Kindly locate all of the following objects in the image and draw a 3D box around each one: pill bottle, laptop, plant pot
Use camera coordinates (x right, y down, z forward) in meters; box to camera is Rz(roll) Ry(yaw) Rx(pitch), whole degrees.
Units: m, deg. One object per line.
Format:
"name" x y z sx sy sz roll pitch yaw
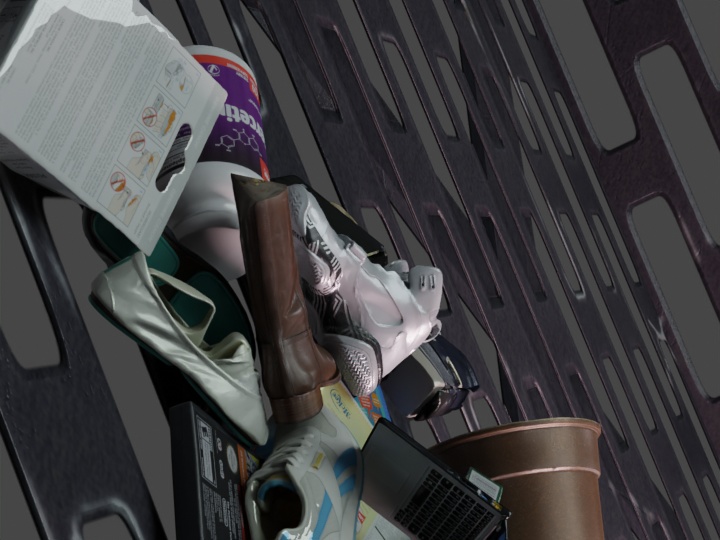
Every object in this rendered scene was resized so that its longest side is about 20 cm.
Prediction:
"pill bottle" -0.136 -0.091 1.630 0.112 0.112 0.202 44 28 -47
"laptop" -0.044 0.016 1.775 0.177 0.102 0.203 -20 110 -71
"plant pot" 0.169 0.274 1.924 0.200 0.198 0.200 26 50 -62
"laptop" 0.049 0.246 1.517 0.199 0.116 0.188 37 -24 6

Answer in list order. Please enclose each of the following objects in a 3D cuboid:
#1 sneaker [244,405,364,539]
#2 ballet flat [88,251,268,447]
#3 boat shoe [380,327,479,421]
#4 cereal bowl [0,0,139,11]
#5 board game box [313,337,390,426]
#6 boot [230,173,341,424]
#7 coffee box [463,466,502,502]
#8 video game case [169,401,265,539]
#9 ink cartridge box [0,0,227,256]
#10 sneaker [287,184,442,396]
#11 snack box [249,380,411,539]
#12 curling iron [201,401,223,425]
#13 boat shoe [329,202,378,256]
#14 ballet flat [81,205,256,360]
"sneaker" -0.047 0.170 1.489 0.081 0.076 0.201 50 22 -33
"ballet flat" -0.127 0.060 1.480 0.200 0.069 0.070 45 25 -23
"boat shoe" 0.039 0.069 1.904 0.092 0.075 0.201 2 48 -53
"cereal bowl" -0.267 -0.265 1.526 0.201 0.083 0.201 53 22 -32
"board game box" -0.031 0.097 1.792 0.152 0.045 0.202 26 44 -62
"boot" -0.067 0.007 1.556 0.186 0.063 0.202 -105 -177 -78
"coffee box" 0.075 0.267 1.734 0.044 0.124 0.200 34 17 1
"video game case" -0.091 0.227 1.460 0.181 0.025 0.202 47 30 -53
"ink cartridge box" -0.205 -0.130 1.443 0.200 0.047 0.161 43 61 -40
"sneaker" 0.000 0.000 1.648 0.075 0.114 0.202 13 -51 60
"snack box" -0.015 0.195 1.658 0.201 0.037 0.117 57 47 -26
"curling iron" -0.130 0.113 1.537 0.049 0.026 0.201 31 38 -25
"boat shoe" 0.008 0.019 1.963 0.201 0.072 0.065 58 20 -5
"ballet flat" -0.157 0.007 1.526 0.200 0.073 0.073 51 23 -25
